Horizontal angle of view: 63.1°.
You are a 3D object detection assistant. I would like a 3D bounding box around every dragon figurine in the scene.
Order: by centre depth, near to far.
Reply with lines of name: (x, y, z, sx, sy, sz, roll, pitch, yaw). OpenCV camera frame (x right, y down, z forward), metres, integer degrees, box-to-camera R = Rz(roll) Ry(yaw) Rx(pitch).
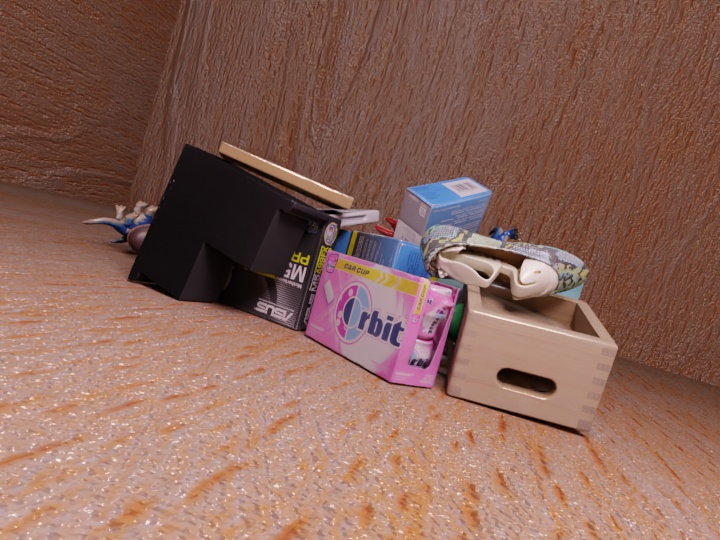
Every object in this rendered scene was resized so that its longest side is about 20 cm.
dragon figurine: (0.187, -0.020, 0.844, 0.098, 0.059, 0.201, -9, 35, -4)
dragon figurine: (-0.447, -0.074, 1.146, 0.058, 0.100, 0.200, 19, 22, 14)

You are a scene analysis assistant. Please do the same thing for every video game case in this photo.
video game case: (-0.097, -0.085, 0.946, 0.198, 0.023, 0.182, 5, 10, 28)

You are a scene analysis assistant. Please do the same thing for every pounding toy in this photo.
pounding toy: (0.166, 0.098, 0.705, 0.198, 0.143, 0.184, 13, 16, 6)

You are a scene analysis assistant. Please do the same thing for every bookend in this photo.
bookend: (-0.176, -0.031, 0.775, 0.199, 0.200, 0.092, 28, 7, 25)

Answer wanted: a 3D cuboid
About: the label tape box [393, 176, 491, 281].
label tape box: (0.117, -0.039, 0.941, 0.143, 0.201, 0.063, -16, 42, -38)

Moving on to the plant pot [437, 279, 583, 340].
plant pot: (0.218, 0.057, 0.895, 0.199, 0.142, 0.141, 19, 40, 20)

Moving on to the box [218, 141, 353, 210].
box: (-0.113, -0.140, 0.886, 0.199, 0.021, 0.163, 23, 2, -12)

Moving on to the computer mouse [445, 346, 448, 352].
computer mouse: (0.126, 0.124, 0.868, 0.199, 0.034, 0.059, 7, -24, 49)

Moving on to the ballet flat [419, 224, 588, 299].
ballet flat: (0.164, 0.002, 0.682, 0.198, 0.075, 0.074, 12, 1, 8)

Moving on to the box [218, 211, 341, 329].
box: (-0.138, -0.021, 0.832, 0.199, 0.162, 0.044, 18, 1, 28)

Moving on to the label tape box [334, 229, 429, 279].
label tape box: (0.018, 0.022, 0.861, 0.063, 0.145, 0.200, 14, 2, -27)

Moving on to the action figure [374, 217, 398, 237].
action figure: (0.000, 0.000, 0.990, 0.098, 0.201, 0.065, 25, 31, 19)

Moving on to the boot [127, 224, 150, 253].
boot: (-0.311, -0.032, 1.037, 0.199, 0.073, 0.166, 19, -2, -21)

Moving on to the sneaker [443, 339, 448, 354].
sneaker: (0.114, 0.089, 1.035, 0.114, 0.076, 0.200, 19, 5, 4)

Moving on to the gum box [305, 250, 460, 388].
gum box: (0.022, 0.052, 0.693, 0.066, 0.114, 0.199, 15, 2, -36)
